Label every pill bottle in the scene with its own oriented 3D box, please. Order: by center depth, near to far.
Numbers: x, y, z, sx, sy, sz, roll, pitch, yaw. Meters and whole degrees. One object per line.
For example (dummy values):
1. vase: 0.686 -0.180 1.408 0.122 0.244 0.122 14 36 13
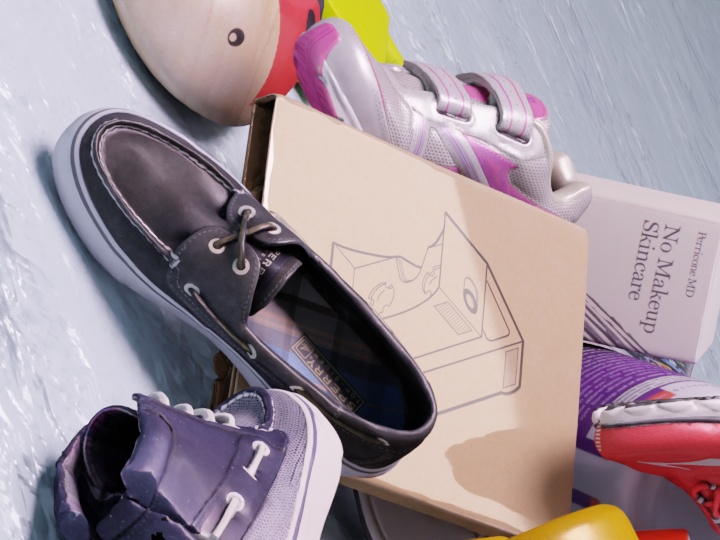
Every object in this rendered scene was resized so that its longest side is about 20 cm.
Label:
1. pill bottle: 0.125 0.098 1.380 0.111 0.111 0.200 55 -17 -25

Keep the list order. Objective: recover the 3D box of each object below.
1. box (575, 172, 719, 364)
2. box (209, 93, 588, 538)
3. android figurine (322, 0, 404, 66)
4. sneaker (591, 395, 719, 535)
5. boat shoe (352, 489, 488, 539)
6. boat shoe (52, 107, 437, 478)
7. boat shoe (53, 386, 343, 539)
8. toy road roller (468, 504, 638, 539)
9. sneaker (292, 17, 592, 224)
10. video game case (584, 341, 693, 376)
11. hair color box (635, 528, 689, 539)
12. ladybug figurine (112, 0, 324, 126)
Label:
1. box: 0.093 -0.013 1.419 0.068 0.200 0.082 -27 128 -74
2. box: 0.023 0.026 1.223 0.200 0.021 0.164 22 64 -34
3. android figurine: -0.030 -0.171 1.587 0.200 0.041 0.182 56 17 -23
4. sneaker: 0.190 0.111 1.249 0.200 0.077 0.085 21 73 -29
5. boat shoe: 0.039 0.146 1.262 0.057 0.067 0.200 119 -48 -64
6. boat shoe: -0.043 0.004 1.123 0.200 0.057 0.069 46 60 -8
7. boat shoe: -0.062 0.073 1.019 0.093 0.075 0.200 50 12 -17
8. toy road roller: 0.046 0.158 1.082 0.123 0.146 0.200 65 16 11
9. sneaker: 0.042 -0.068 1.304 0.200 0.088 0.081 42 12 -45
10. video game case: 0.115 0.022 1.633 0.200 0.023 0.182 39 17 1
11. hair color box: 0.130 0.231 1.245 0.102 0.061 0.200 -78 163 -70
12. ladybug figurine: -0.068 -0.146 1.363 0.136 0.072 0.200 59 16 -12
